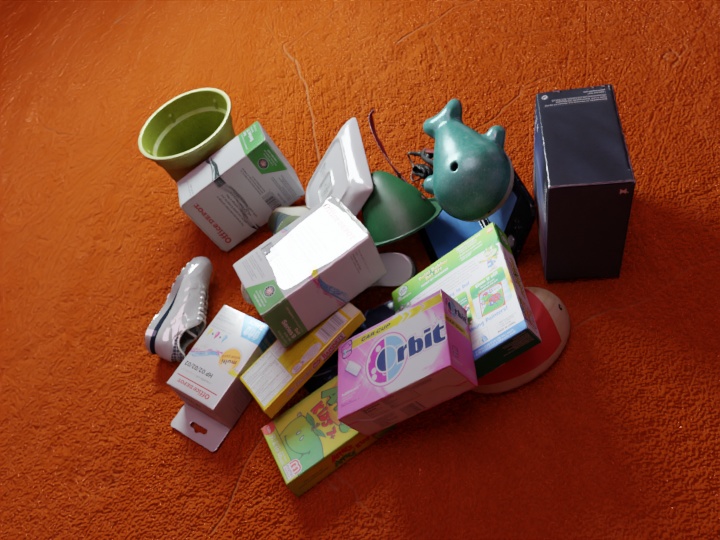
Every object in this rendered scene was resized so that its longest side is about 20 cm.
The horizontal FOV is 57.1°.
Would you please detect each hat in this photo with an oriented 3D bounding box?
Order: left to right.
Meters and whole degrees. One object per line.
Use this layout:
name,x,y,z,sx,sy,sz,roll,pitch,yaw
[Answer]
hat,0.030,-0.157,1.101,0.163,0.180,0.199,-30,17,-17

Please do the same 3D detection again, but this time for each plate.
plate,-0.051,-0.143,1.181,0.031,0.201,0.204,14,42,-26

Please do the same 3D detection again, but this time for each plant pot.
plant pot,-0.314,-0.225,1.333,0.194,0.186,0.205,-11,48,12

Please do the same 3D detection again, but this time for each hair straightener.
hair straightener,0.121,-0.185,1.182,0.078,0.040,0.200,-56,26,2

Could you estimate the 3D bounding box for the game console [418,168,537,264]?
game console,0.179,-0.097,1.086,0.115,0.176,0.203,-4,46,-17

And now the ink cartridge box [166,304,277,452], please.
ink cartridge box,-0.225,0.169,1.059,0.113,0.069,0.202,17,61,31

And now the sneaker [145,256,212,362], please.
sneaker,-0.302,0.069,1.178,0.078,0.077,0.204,13,62,15

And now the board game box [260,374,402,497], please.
board game box,-0.037,0.220,0.957,0.197,0.048,0.102,-34,48,-7

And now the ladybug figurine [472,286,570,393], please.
ladybug figurine,0.210,0.092,0.946,0.198,0.073,0.136,-35,49,-8

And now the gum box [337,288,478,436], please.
gum box,0.052,0.128,0.877,0.197,0.066,0.116,-31,42,29

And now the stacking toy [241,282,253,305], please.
stacking toy,-0.105,0.050,1.109,0.196,0.086,0.086,24,63,27

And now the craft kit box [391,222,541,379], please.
craft kit box,0.138,0.062,0.927,0.198,0.048,0.201,-35,41,26

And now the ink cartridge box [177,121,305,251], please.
ink cartridge box,-0.226,-0.154,1.245,0.197,0.147,0.084,-34,44,5

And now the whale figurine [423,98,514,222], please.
whale figurine,0.153,-0.177,1.029,0.157,0.103,0.205,-33,65,27

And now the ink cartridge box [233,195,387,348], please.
ink cartridge box,-0.078,-0.003,1.016,0.198,0.088,0.146,-37,41,-5

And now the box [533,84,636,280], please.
box,0.323,-0.127,0.987,0.119,0.203,0.203,-4,50,11

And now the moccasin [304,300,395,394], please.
moccasin,-0.006,0.116,1.014,0.200,0.069,0.080,-44,50,-15

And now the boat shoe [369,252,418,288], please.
boat shoe,0.000,0.000,1.112,0.193,0.063,0.073,5,89,18

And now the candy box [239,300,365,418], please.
candy box,-0.088,0.119,0.995,0.200,0.027,0.102,-45,34,-9

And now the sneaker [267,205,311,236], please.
sneaker,-0.133,-0.058,1.167,0.091,0.067,0.199,-59,24,-14
